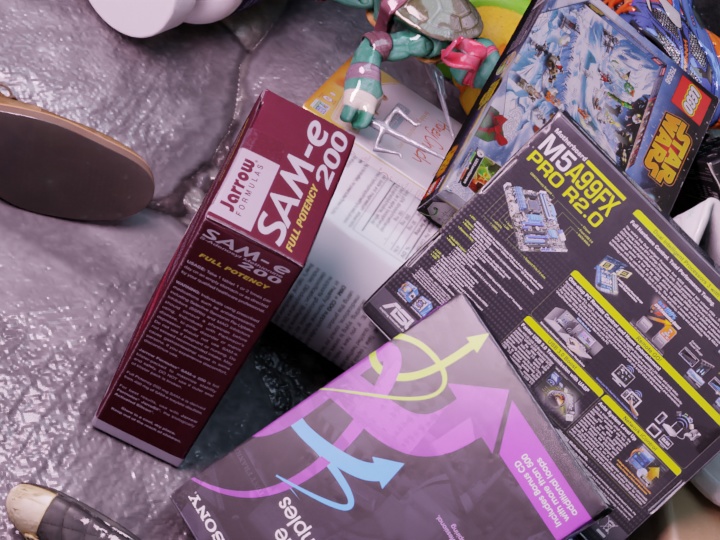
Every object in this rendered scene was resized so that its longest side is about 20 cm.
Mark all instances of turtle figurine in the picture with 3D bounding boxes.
[{"bbox_3d":[0.025,-0.158,1.226,0.200,0.101,0.150,43,28,14],"label":"turtle figurine"}]

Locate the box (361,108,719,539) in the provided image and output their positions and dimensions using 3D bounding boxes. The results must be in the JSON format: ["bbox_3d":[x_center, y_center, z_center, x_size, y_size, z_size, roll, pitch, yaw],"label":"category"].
[{"bbox_3d":[0.126,0.035,1.064,0.200,0.160,0.044,45,10,1],"label":"box"}]

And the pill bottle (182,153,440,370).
[{"bbox_3d":[0.000,0.000,1.158,0.200,0.113,0.113,34,46,1],"label":"pill bottle"}]

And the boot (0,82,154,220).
[{"bbox_3d":[-0.218,-0.091,1.148,0.200,0.074,0.076,18,38,-12],"label":"boot"}]

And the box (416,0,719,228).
[{"bbox_3d":[0.133,-0.073,1.169,0.137,0.040,0.200,38,55,-11],"label":"box"}]

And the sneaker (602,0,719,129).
[{"bbox_3d":[0.220,-0.193,1.466,0.078,0.075,0.200,-12,59,-31],"label":"sneaker"}]

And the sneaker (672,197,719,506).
[{"bbox_3d":[0.217,0.048,1.112,0.075,0.089,0.200,2,54,-29],"label":"sneaker"}]

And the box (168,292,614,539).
[{"bbox_3d":[0.014,0.126,1.023,0.143,0.200,0.036,56,6,15],"label":"box"}]

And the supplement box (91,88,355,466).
[{"bbox_3d":[-0.078,0.008,1.047,0.061,0.200,0.109,26,46,-6],"label":"supplement box"}]

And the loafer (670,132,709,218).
[{"bbox_3d":[0.223,-0.088,1.380,0.200,0.071,0.073,31,45,-2],"label":"loafer"}]

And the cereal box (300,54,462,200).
[{"bbox_3d":[0.054,-0.061,1.259,0.200,0.040,0.144,33,24,0],"label":"cereal box"}]

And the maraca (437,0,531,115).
[{"bbox_3d":[0.110,-0.143,1.311,0.200,0.137,0.107,35,62,26],"label":"maraca"}]

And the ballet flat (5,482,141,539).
[{"bbox_3d":[-0.112,0.182,0.986,0.200,0.066,0.057,39,73,10],"label":"ballet flat"}]

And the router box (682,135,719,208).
[{"bbox_3d":[0.270,-0.016,1.241,0.062,0.200,0.150,-22,94,4],"label":"router box"}]

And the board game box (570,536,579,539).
[{"bbox_3d":[0.058,0.179,1.064,0.135,0.034,0.200,-36,75,-19],"label":"board game box"}]

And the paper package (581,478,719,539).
[{"bbox_3d":[0.245,0.167,1.163,0.200,0.104,0.191,13,47,-18],"label":"paper package"}]

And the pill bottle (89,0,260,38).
[{"bbox_3d":[-0.095,-0.237,1.298,0.116,0.116,0.200,45,47,11],"label":"pill bottle"}]
